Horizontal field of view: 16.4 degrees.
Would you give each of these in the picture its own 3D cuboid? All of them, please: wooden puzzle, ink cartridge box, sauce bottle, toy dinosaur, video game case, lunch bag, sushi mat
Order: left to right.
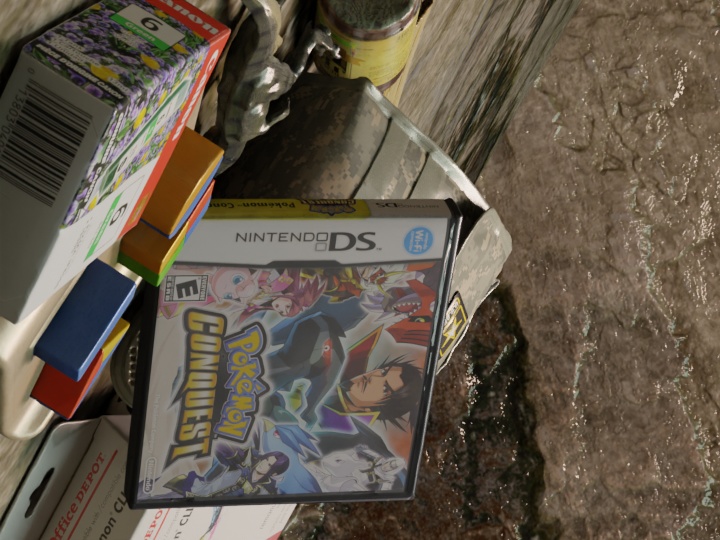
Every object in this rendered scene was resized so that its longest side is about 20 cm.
[{"bbox_3d":[-0.107,-0.063,1.082,0.109,0.050,0.200,-62,174,25],"label":"ink cartridge box"},{"bbox_3d":[-0.125,-0.004,1.281,0.186,0.046,0.200,-57,174,-16],"label":"wooden puzzle"},{"bbox_3d":[-0.132,0.155,1.589,0.199,0.067,0.117,2,122,-53],"label":"ink cartridge box"},{"bbox_3d":[-0.050,-0.120,1.359,0.088,0.047,0.200,-49,167,-28],"label":"toy dinosaur"},{"bbox_3d":[-0.041,0.050,1.475,0.026,0.179,0.201,-118,-148,-57],"label":"video game case"},{"bbox_3d":[0.000,0.000,1.570,0.117,0.200,0.165,13,-114,53],"label":"lunch bag"},{"bbox_3d":[0.002,-0.146,1.577,0.065,0.064,0.200,-57,174,-15],"label":"sauce bottle"},{"bbox_3d":[0.019,-0.143,2.046,0.096,0.012,0.200,-55,173,-26],"label":"sushi mat"}]

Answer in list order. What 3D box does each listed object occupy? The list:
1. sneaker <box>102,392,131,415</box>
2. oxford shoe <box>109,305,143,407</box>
[{"bbox_3d":[-0.121,0.092,1.698,0.088,0.075,0.200,-61,175,29],"label":"sneaker"},{"bbox_3d":[-0.105,0.031,1.602,0.058,0.075,0.200,-17,-159,36],"label":"oxford shoe"}]
